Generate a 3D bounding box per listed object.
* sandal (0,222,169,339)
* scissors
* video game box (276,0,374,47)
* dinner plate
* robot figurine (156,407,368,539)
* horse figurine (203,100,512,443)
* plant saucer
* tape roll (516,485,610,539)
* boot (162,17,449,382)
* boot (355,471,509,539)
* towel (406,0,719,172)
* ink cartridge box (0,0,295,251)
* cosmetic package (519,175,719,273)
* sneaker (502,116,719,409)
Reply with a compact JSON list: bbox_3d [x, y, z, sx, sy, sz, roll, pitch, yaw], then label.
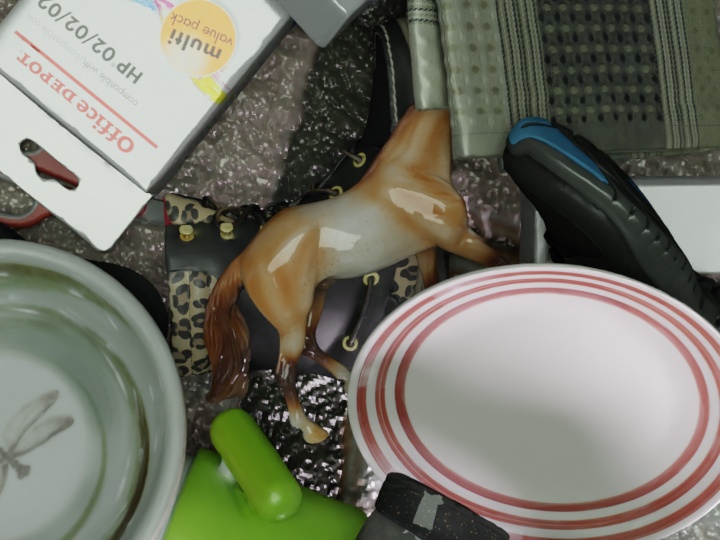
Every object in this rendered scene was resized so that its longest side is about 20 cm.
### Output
[{"bbox_3d":[-0.191,0.007,0.962,0.199,0.048,0.076,12,130,16],"label":"sandal"},{"bbox_3d":[-0.137,-0.032,0.986,0.199,0.014,0.073,28,86,-5],"label":"scissors"},{"bbox_3d":[-0.022,-0.244,0.916,0.200,0.047,0.182,46,61,-3],"label":"video game box"},{"bbox_3d":[0.093,0.067,0.880,0.199,0.024,0.201,4,132,5],"label":"dinner plate"},{"bbox_3d":[-0.071,0.160,0.948,0.199,0.116,0.176,21,115,-2],"label":"robot figurine"},{"bbox_3d":[0.000,0.000,0.900,0.199,0.050,0.133,-26,105,-2],"label":"horse figurine"},{"bbox_3d":[-0.183,0.086,0.891,0.199,0.050,0.201,0,73,1],"label":"plant saucer"},{"bbox_3d":[0.180,0.115,0.972,0.199,0.066,0.201,0,94,0],"label":"tape roll"},{"bbox_3d":[-0.030,-0.032,0.954,0.150,0.073,0.201,-1,101,-5],"label":"boot"},{"bbox_3d":[0.065,0.199,0.897,0.199,0.070,0.132,28,85,-8],"label":"boot"},{"bbox_3d":[0.103,-0.150,0.917,0.192,0.034,0.201,-4,84,-35],"label":"towel"},{"bbox_3d":[-0.118,-0.120,0.945,0.115,0.068,0.200,39,89,-3],"label":"ink cartridge box"},{"bbox_3d":[0.187,-0.025,0.954,0.199,0.083,0.051,0,92,-1],"label":"cosmetic package"},{"bbox_3d":[0.125,0.011,0.874,0.082,0.073,0.200,-37,114,13],"label":"sneaker"}]
